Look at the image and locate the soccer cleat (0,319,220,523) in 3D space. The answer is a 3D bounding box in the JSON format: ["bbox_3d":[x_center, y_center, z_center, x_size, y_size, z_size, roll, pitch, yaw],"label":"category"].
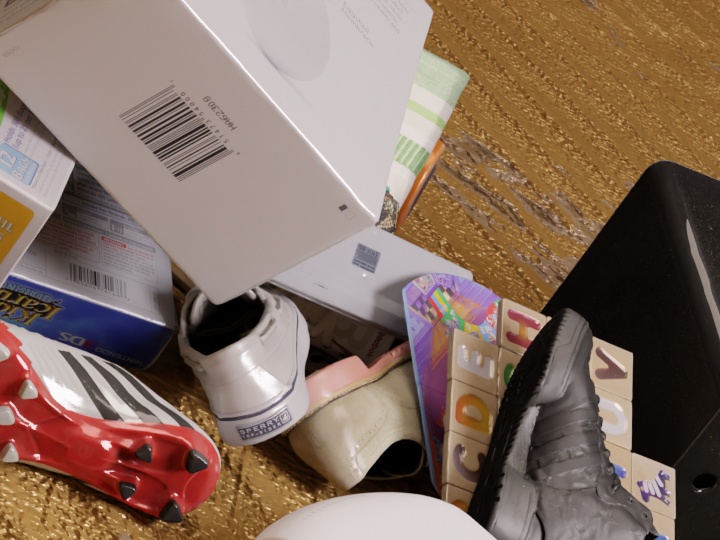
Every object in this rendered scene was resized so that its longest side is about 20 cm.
[{"bbox_3d":[-0.163,0.067,1.420,0.199,0.069,0.085,26,12,-19],"label":"soccer cleat"}]

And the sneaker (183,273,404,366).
[{"bbox_3d":[-0.020,0.013,1.690,0.199,0.073,0.085,18,21,-31],"label":"sneaker"}]

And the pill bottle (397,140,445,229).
[{"bbox_3d":[-0.042,-0.106,1.907,0.199,0.106,0.106,29,21,1],"label":"pill bottle"}]

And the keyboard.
[{"bbox_3d":[0.000,0.000,1.632,0.011,0.057,0.200,7,-12,41],"label":"keyboard"}]

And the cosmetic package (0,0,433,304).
[{"bbox_3d":[-0.078,-0.130,1.483,0.199,0.123,0.200,48,34,-24],"label":"cosmetic package"}]

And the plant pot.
[{"bbox_3d":[0.232,0.086,1.729,0.199,0.200,0.178,19,34,-25],"label":"plant pot"}]

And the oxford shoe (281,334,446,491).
[{"bbox_3d":[0.017,0.089,1.617,0.074,0.071,0.200,57,31,11],"label":"oxford shoe"}]

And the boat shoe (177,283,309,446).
[{"bbox_3d":[-0.073,0.034,1.552,0.200,0.072,0.066,-97,164,-70],"label":"boat shoe"}]

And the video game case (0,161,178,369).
[{"bbox_3d":[-0.206,-0.046,1.585,0.199,0.045,0.182,20,39,-25],"label":"video game case"}]

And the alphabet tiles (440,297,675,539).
[{"bbox_3d":[0.116,0.119,1.572,0.167,0.008,0.201,23,55,-27],"label":"alphabet tiles"}]

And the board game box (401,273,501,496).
[{"bbox_3d":[0.099,0.083,1.629,0.158,0.039,0.201,25,44,-40],"label":"board game box"}]

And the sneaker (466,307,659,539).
[{"bbox_3d":[0.120,0.125,1.521,0.104,0.060,0.200,28,58,-10],"label":"sneaker"}]

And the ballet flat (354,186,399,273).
[{"bbox_3d":[-0.064,-0.035,1.618,0.199,0.076,0.068,17,-16,-31],"label":"ballet flat"}]

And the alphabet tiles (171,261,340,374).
[{"bbox_3d":[-0.055,0.012,1.760,0.200,0.006,0.166,41,23,28],"label":"alphabet tiles"}]

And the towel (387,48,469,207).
[{"bbox_3d":[-0.032,-0.091,1.830,0.152,0.023,0.200,28,58,-1],"label":"towel"}]

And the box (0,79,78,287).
[{"bbox_3d":[-0.211,-0.082,1.491,0.112,0.101,0.200,31,35,-12],"label":"box"}]

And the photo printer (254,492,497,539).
[{"bbox_3d":[0.041,0.188,1.389,0.200,0.070,0.166,40,23,26],"label":"photo printer"}]
